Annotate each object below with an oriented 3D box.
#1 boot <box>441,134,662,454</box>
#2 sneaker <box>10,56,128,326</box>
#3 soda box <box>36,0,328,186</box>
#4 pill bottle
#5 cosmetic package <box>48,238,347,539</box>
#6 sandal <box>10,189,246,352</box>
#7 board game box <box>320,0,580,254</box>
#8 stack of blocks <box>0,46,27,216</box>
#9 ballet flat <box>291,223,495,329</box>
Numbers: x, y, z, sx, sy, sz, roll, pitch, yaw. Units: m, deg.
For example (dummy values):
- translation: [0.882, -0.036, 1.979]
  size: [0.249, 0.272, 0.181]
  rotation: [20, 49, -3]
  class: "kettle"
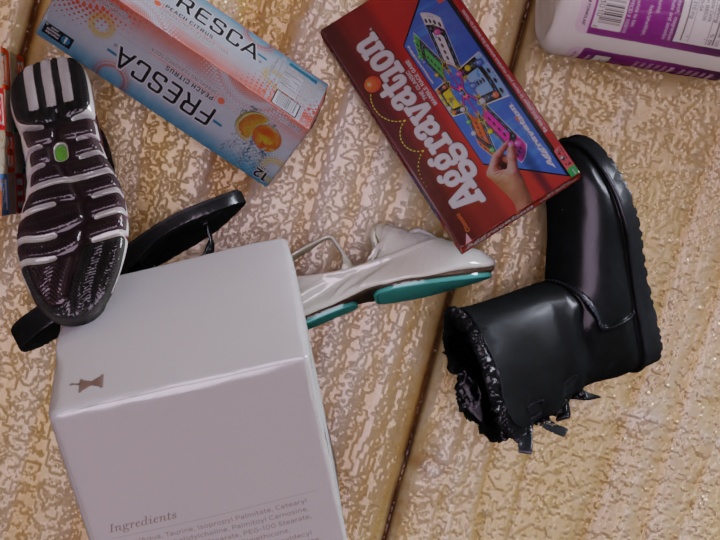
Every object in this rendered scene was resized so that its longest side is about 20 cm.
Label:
- translation: [0.130, 0.018, 1.015]
  size: [0.161, 0.073, 0.201]
  rotation: [-22, 101, -25]
  class: "boot"
- translation: [-0.193, -0.040, 0.977]
  size: [0.075, 0.116, 0.202]
  rotation: [-9, 65, 0]
  class: "sneaker"
- translation: [-0.124, -0.150, 0.990]
  size: [0.199, 0.064, 0.068]
  rotation: [34, 129, -11]
  class: "soda box"
- translation: [0.235, -0.200, 1.015]
  size: [0.197, 0.112, 0.114]
  rotation: [9, 93, -6]
  class: "pill bottle"
- translation: [-0.103, 0.118, 0.945]
  size: [0.164, 0.168, 0.202]
  rotation: [-12, 118, -2]
  class: "cosmetic package"
- translation: [-0.160, 0.010, 1.014]
  size: [0.199, 0.075, 0.048]
  rotation: [-34, 84, 7]
  class: "sandal"
- translation: [0.063, -0.122, 1.015]
  size: [0.102, 0.019, 0.201]
  rotation: [-32, 73, -1]
  class: "board game box"
- translation: [-0.269, -0.093, 0.934]
  size: [0.058, 0.200, 0.117]
  rotation: [-2, 95, -4]
  class: "stack of blocks"
- translation: [0.000, 0.000, 1.034]
  size: [0.198, 0.069, 0.070]
  rotation: [-16, 95, -1]
  class: "ballet flat"
